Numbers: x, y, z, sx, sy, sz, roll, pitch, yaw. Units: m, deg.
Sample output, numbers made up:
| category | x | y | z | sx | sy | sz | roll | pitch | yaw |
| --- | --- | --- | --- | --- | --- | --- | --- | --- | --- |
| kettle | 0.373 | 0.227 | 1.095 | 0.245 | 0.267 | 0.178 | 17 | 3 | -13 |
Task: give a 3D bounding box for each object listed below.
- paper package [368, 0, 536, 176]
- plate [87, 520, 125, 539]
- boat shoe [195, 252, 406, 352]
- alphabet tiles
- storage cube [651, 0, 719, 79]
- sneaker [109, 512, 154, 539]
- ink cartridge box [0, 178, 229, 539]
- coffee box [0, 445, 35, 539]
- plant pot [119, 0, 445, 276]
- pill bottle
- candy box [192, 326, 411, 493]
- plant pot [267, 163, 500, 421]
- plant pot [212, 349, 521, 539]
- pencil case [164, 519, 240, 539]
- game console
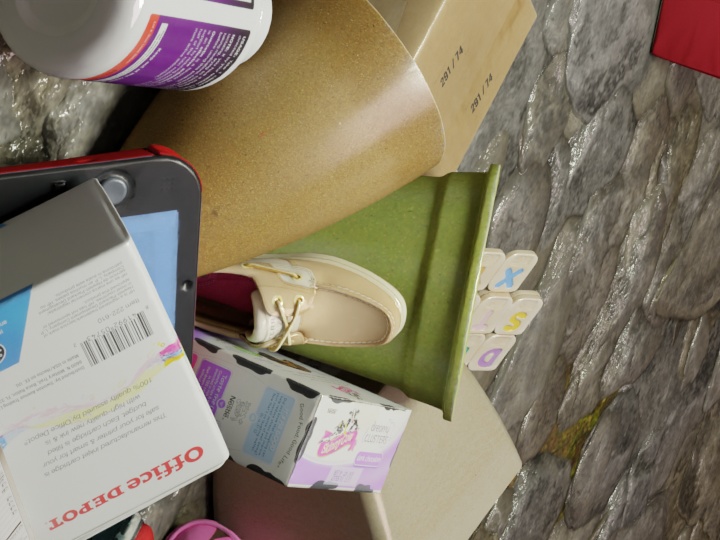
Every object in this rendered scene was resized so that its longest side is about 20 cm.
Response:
| category | x | y | z | sx | sy | sz | roll | pitch | yaw |
| --- | --- | --- | --- | --- | --- | --- | --- | --- | --- |
| paper package | 0.040 | -0.177 | 1.783 | 0.201 | 0.103 | 0.191 | -63 | 157 | -13 |
| plate | -0.218 | 0.185 | 1.610 | 0.200 | 0.026 | 0.200 | -54 | 163 | -25 |
| boat shoe | -0.068 | 0.026 | 1.598 | 0.069 | 0.199 | 0.074 | -70 | 171 | -56 |
| alphabet tiles | 0.071 | 0.052 | 2.000 | 0.199 | 0.015 | 0.196 | 3 | 134 | -40 |
| storage cube | 0.442 | -0.307 | 2.415 | 0.200 | 0.179 | 0.172 | -34 | 139 | -50 |
| sneaker | -0.161 | 0.250 | 1.697 | 0.077 | 0.085 | 0.200 | -56 | 166 | -25 |
| ink cartridge box | -0.187 | 0.065 | 1.417 | 0.144 | 0.085 | 0.200 | -27 | 128 | -7 |
| coffee box | -0.272 | 0.170 | 1.409 | 0.080 | 0.114 | 0.200 | -51 | 149 | -31 |
| plant pot | -0.076 | -0.090 | 1.558 | 0.200 | 0.186 | 0.187 | -38 | 146 | -18 |
| pill bottle | -0.137 | -0.172 | 1.410 | 0.200 | 0.112 | 0.113 | -2 | 111 | -64 |
| candy box | -0.087 | 0.092 | 1.619 | 0.168 | 0.199 | 0.072 | 18 | 93 | -65 |
| plant pot | 0.000 | 0.000 | 1.707 | 0.200 | 0.183 | 0.201 | 11 | 90 | -86 |
| plant pot | -0.010 | 0.137 | 1.848 | 0.200 | 0.199 | 0.178 | -49 | 138 | -36 |
| pencil case | -0.111 | 0.293 | 1.862 | 0.091 | 0.093 | 0.200 | -58 | 154 | -23 |
| game console | -0.191 | 0.016 | 1.452 | 0.176 | 0.031 | 0.201 | -11 | 124 | -26 |
